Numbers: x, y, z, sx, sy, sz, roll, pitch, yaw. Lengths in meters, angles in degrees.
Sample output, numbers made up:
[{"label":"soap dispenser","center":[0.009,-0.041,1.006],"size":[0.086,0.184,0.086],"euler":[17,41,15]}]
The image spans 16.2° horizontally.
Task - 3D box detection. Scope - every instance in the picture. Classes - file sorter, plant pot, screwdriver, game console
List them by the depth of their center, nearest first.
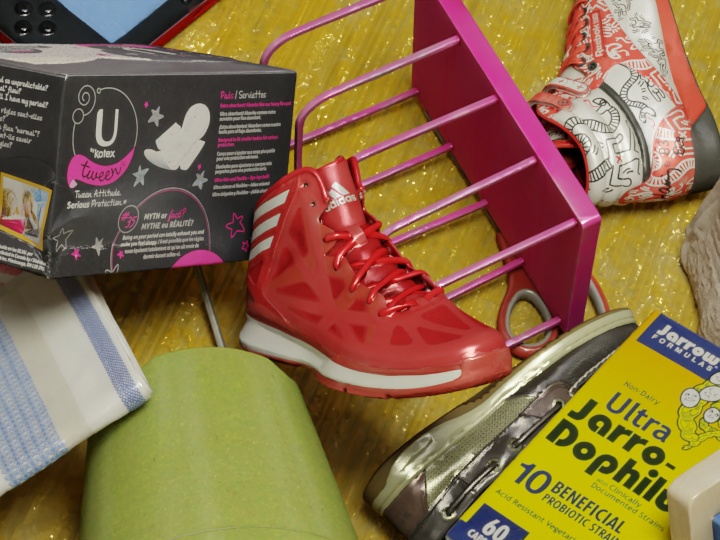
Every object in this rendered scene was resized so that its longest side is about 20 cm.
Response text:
[{"label":"plant pot","center":[-0.079,0.150,1.369],"size":[0.200,0.200,0.190],"euler":[-3,48,-11]},{"label":"file sorter","center":[0.036,-0.051,1.509],"size":[0.125,0.139,0.200],"euler":[-25,65,-13]},{"label":"screwdriver","center":[-0.104,-0.011,1.531],"size":[0.029,0.028,0.200],"euler":[10,53,-38]},{"label":"game console","center":[-0.171,-0.215,1.636],"size":[0.177,0.031,0.200],"euler":[41,61,14]}]

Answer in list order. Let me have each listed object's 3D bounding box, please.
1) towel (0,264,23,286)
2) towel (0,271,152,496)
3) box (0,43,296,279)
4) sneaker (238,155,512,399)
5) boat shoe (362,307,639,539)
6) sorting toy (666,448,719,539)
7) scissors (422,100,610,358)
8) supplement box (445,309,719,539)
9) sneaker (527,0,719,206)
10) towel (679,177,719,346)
[{"label":"towel","center":[-0.246,-0.045,1.526],"size":[0.146,0.030,0.200],"euler":[29,60,8]},{"label":"towel","center":[-0.215,0.081,1.392],"size":[0.200,0.024,0.147],"euler":[-35,41,-2]},{"label":"box","center":[-0.149,-0.068,1.431],"size":[0.132,0.115,0.200],"euler":[13,11,35]},{"label":"sneaker","center":[0.000,0.000,1.383],"size":[0.200,0.116,0.078],"euler":[9,17,44]},{"label":"boat shoe","center":[0.094,0.096,1.485],"size":[0.200,0.073,0.065],"euler":[-35,78,-17]},{"label":"sorting toy","center":[0.272,0.159,1.393],"size":[0.199,0.200,0.070],"euler":[-30,40,-23]},{"label":"scissors","center":[0.098,-0.029,1.586],"size":[0.073,0.014,0.200],"euler":[-12,62,-12]},{"label":"supplement box","center":[0.150,0.140,1.429],"size":[0.109,0.110,0.200],"euler":[31,59,25]},{"label":"sneaker","center":[0.148,-0.131,1.621],"size":[0.108,0.067,0.202],"euler":[-12,66,-19]},{"label":"towel","center":[0.246,0.032,1.506],"size":[0.034,0.133,0.200],"euler":[-8,61,-19]}]
